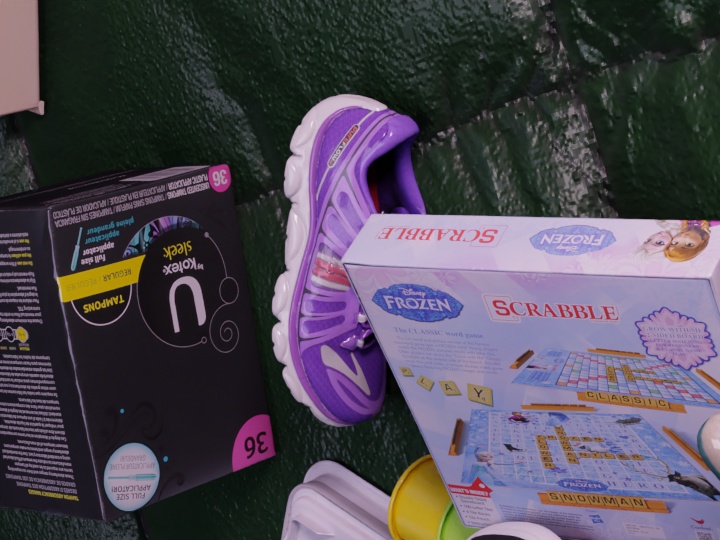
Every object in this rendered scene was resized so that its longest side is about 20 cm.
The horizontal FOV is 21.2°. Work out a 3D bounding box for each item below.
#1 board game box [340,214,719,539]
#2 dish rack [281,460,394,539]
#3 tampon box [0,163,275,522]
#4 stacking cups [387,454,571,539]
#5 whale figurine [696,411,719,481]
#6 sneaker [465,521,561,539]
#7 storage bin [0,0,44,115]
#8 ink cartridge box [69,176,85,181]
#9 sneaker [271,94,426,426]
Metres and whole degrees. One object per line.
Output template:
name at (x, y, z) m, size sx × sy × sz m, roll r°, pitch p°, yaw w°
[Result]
board game box at (0.113, 0.059, 0.966) m, size 0.199 × 0.041 × 0.200 m, roll 3°, pitch 134°, yaw 32°
dish rack at (0.013, 0.232, 1.214) m, size 0.200 × 0.043 × 0.172 m, roll 30°, pitch 123°, yaw 36°
tampon box at (-0.162, 0.043, 1.250) m, size 0.126 × 0.150 × 0.201 m, roll 0°, pitch 103°, yaw 46°
stacking cups at (0.106, 0.167, 1.082) m, size 0.200 × 0.060 × 0.061 m, roll 24°, pitch 119°, yaw 40°
whale figurine at (0.209, 0.154, 0.891) m, size 0.201 × 0.159 × 0.104 m, roll 69°, pitch 157°, yaw 3°
sneaker at (0.036, 0.208, 1.052) m, size 0.073 × 0.112 × 0.200 m, roll 54°, pitch 144°, yaw 2°
storage bin at (-0.318, -0.218, 1.365) m, size 0.198 × 0.094 × 0.201 m, roll 20°, pitch 117°, yaw 40°
ink cartridge box at (-0.288, 0.011, 1.331) m, size 0.146 × 0.200 × 0.083 m, roll -21°, pitch 88°, yaw 47°
sneaker at (0.000, 0.000, 1.127) m, size 0.083 × 0.081 × 0.201 m, roll 14°, pitch 112°, yaw 36°
